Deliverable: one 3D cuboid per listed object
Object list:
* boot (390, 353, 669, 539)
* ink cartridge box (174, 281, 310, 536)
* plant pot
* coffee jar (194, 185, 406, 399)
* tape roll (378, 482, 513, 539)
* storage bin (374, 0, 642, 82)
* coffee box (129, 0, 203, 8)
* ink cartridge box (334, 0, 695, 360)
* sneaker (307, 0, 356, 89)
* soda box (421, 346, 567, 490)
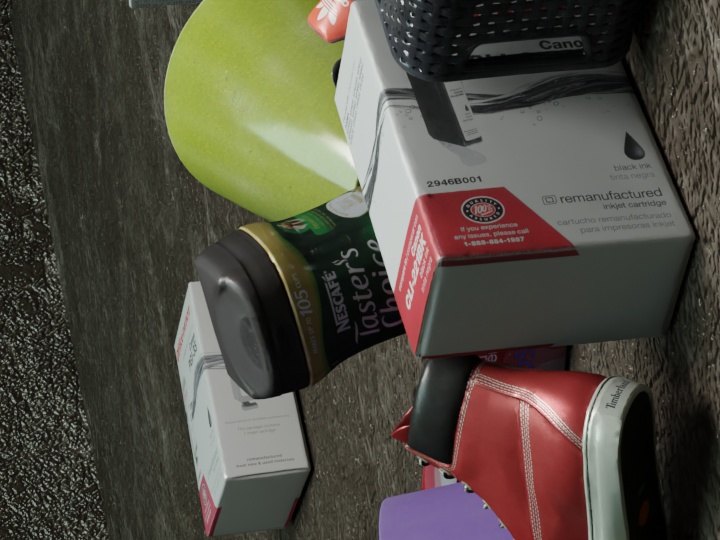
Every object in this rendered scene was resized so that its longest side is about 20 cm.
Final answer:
[{"bbox_3d":[0.089,0.132,1.490,0.072,0.144,0.200,-49,-39,-47],"label":"boot"},{"bbox_3d":[-0.111,0.123,2.505,0.147,0.083,0.200,109,152,-61],"label":"ink cartridge box"},{"bbox_3d":[-0.006,-0.093,1.823,0.200,0.187,0.188,41,137,53],"label":"plant pot"},{"bbox_3d":[0.000,0.000,1.694,0.085,0.200,0.105,38,148,59],"label":"coffee jar"},{"bbox_3d":[0.075,0.224,1.613,0.200,0.085,0.201,-12,-90,-82],"label":"tape roll"},{"bbox_3d":[0.070,-0.209,1.477,0.094,0.135,0.200,100,159,-50],"label":"storage bin"},{"bbox_3d":[-0.075,-0.314,1.878,0.198,0.199,0.201,108,154,-74],"label":"coffee box"},{"bbox_3d":[0.079,-0.058,1.486,0.084,0.144,0.200,101,159,-46],"label":"ink cartridge box"},{"bbox_3d":[0.035,-0.110,1.618,0.200,0.084,0.075,50,180,-40],"label":"sneaker"},{"bbox_3d":[0.082,0.073,1.687,0.063,0.070,0.200,-118,25,-52],"label":"soda box"}]
